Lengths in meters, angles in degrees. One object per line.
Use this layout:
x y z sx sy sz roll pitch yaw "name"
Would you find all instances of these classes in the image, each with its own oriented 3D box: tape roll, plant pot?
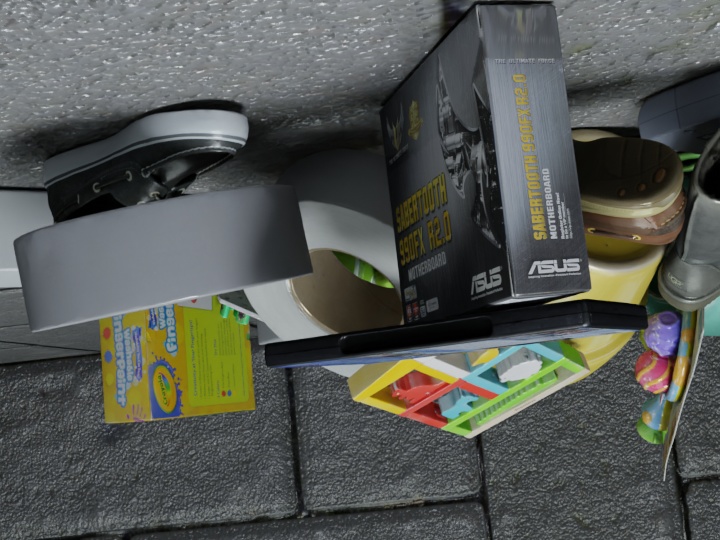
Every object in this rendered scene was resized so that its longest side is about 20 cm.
0.000 0.000 0.883 0.202 0.203 0.071 -11 -145 39 "tape roll"
0.174 -0.020 0.931 0.200 0.201 0.189 -4 157 -15 "plant pot"
-0.137 -0.008 0.756 0.200 0.066 0.200 -12 -179 0 "tape roll"

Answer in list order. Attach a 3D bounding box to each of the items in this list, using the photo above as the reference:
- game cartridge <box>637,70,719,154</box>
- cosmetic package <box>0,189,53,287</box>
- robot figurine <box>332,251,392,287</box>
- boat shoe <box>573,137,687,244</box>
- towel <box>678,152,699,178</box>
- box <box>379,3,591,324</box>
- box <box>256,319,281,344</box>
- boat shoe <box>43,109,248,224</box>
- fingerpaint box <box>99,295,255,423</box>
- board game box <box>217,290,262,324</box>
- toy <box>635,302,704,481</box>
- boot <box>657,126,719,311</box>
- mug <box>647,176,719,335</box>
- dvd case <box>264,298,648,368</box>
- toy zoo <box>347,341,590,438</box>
0.308 -0.124 0.763 0.133 0.041 0.200 -4 174 -44 "game cartridge"
-0.255 -0.026 0.954 0.200 0.071 0.101 0 171 -36 "cosmetic package"
-0.012 -0.011 1.087 0.200 0.116 0.175 1 -158 -46 "robot figurine"
0.132 -0.058 0.754 0.200 0.072 0.068 17 150 37 "boat shoe"
0.394 -0.100 1.054 0.149 0.031 0.200 -12 171 37 "towel"
0.067 -0.051 0.652 0.048 0.159 0.200 -5 174 -15 "box"
-0.045 0.038 1.508 0.152 0.107 0.200 -2 172 -28 "box"
-0.152 -0.067 0.757 0.200 0.057 0.069 -11 171 40 "boat shoe"
-0.200 0.060 1.167 0.073 0.201 0.167 -9 173 33 "fingerpaint box"
-0.032 0.042 1.210 0.200 0.026 0.200 23 -153 13 "board game box"
0.266 0.079 0.944 0.047 0.115 0.200 5 134 12 "toy"
0.290 -0.066 0.782 0.182 0.073 0.200 -45 152 -16 "boot"
0.323 -0.007 1.031 0.114 0.152 0.185 2 152 -30 "mug"
0.061 0.040 0.655 0.200 0.018 0.143 -9 172 26 "dvd case"
0.081 0.080 0.855 0.131 0.020 0.200 -35 144 26 "toy zoo"
